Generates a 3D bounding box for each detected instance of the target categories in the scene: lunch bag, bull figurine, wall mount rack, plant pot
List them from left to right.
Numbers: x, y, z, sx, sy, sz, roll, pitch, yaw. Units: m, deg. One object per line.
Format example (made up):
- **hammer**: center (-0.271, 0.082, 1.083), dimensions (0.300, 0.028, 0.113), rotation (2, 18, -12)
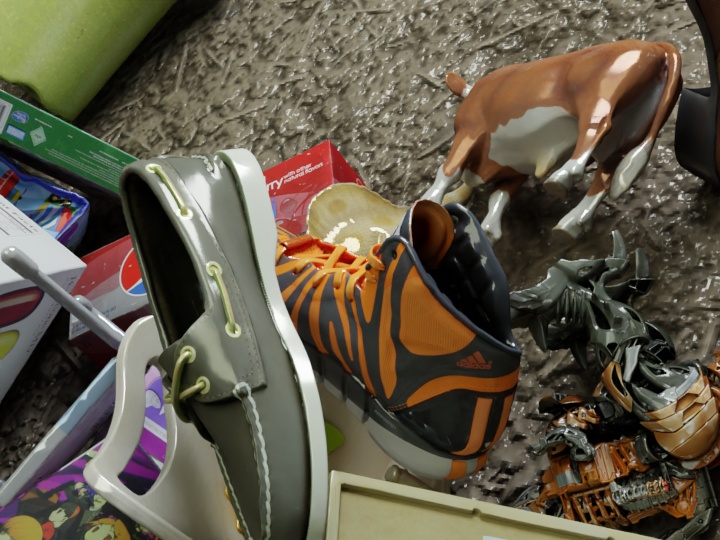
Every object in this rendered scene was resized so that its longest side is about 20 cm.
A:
- **lunch bag**: center (-0.269, 0.025, 1.024), dimensions (0.201, 0.094, 0.151), rotation (-61, 7, -9)
- **wall mount rack**: center (-0.185, 0.068, 0.826), dimensions (0.074, 0.174, 0.200), rotation (39, 84, 6)
- **plant pot**: center (-0.228, -0.226, 1.177), dimensions (0.200, 0.200, 0.185), rotation (34, 91, 47)
- **bull figurine**: center (0.094, -0.073, 0.850), dimensions (0.200, 0.065, 0.122), rotation (-14, 45, 58)

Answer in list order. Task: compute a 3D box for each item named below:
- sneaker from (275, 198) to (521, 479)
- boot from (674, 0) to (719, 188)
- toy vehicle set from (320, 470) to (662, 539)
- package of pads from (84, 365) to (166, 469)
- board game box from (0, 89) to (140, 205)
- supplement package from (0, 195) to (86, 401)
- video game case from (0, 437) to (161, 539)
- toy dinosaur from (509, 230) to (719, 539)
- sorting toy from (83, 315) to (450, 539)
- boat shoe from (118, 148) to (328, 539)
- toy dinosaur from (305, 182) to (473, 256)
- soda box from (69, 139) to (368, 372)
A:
- **sneaker**: center (0.000, 0.000, 0.730), dimensions (0.199, 0.113, 0.077), rotation (34, 39, 21)
- **boot**: center (0.240, -0.102, 0.734), dimensions (0.068, 0.190, 0.200), rotation (-10, 25, -35)
- **toy vehicle set**: center (0.074, 0.163, 0.639), dimensions (0.027, 0.199, 0.125), rotation (117, 162, -50)
- **package of pads**: center (-0.100, 0.122, 0.865), dimensions (0.120, 0.076, 0.200), rotation (24, 72, 49)
- **board game box**: center (-0.215, -0.086, 1.026), dimensions (0.134, 0.200, 0.029), rotation (17, 83, 44)
- **supplement package**: center (-0.257, 0.017, 0.829), dimensions (0.109, 0.200, 0.114), rotation (37, 105, 10)
- **video game case**: center (-0.130, 0.203, 0.739), dimensions (0.181, 0.036, 0.200), rotation (-33, 71, -23)
- **toy dinosaur**: center (0.140, 0.061, 0.745), dimensions (0.199, 0.102, 0.136), rotation (-32, 66, -9)
- **sorting toy**: center (-0.043, 0.101, 0.736), dimensions (0.107, 0.179, 0.201), rotation (-49, 19, 32)
- **boat shoe**: center (-0.062, 0.035, 0.672), dimensions (0.072, 0.060, 0.203), rotation (124, 137, -51)
- **toy dinosaur**: center (0.015, -0.007, 0.865), dimensions (0.199, 0.058, 0.102), rotation (-20, 77, -31)
- **soda box**: center (-0.086, -0.002, 0.964), dimensions (0.199, 0.063, 0.070), rotation (-23, 46, 18)
